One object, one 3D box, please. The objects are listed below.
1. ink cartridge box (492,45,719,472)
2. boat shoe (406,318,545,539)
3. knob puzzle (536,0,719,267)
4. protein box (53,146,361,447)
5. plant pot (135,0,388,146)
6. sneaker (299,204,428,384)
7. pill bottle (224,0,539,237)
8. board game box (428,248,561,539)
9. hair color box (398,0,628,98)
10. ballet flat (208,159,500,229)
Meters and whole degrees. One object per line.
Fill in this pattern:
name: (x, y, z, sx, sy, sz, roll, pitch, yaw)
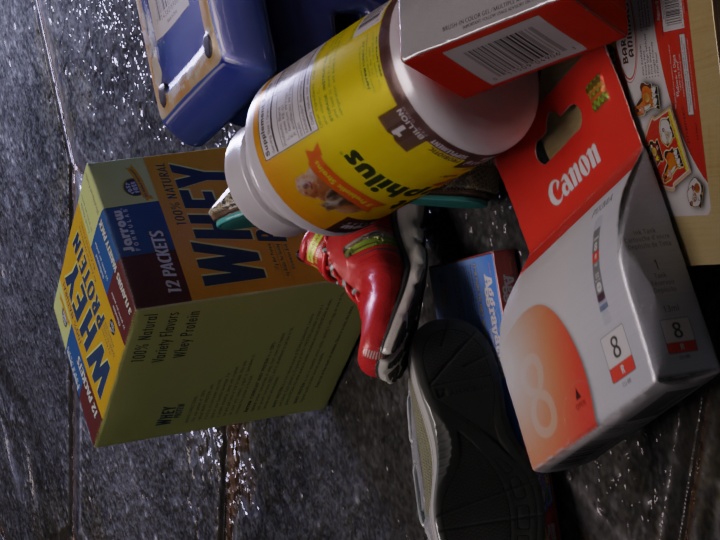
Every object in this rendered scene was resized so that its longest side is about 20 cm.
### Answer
ink cartridge box: (0.118, -0.005, 1.148, 0.162, 0.050, 0.201, -49, 57, 60)
boat shoe: (0.068, 0.132, 1.315, 0.065, 0.074, 0.203, 110, 150, -61)
knob puzzle: (0.156, -0.092, 1.128, 0.219, 0.030, 0.221, 171, 90, -67)
protein box: (-0.114, 0.016, 1.579, 0.199, 0.199, 0.135, 114, 141, -51)
plant pot: (-0.049, -0.195, 1.386, 0.200, 0.179, 0.201, 149, 110, -65)
sneaker: (0.000, 0.000, 1.387, 0.200, 0.084, 0.077, -89, 6, -50)
pill bottle: (0.006, -0.089, 1.227, 0.200, 0.109, 0.110, -28, 71, 46)
board game box: (0.089, 0.090, 1.360, 0.103, 0.019, 0.201, 166, 95, -68)
hair color box: (0.078, -0.209, 1.119, 0.111, 0.064, 0.201, -19, 61, 34)
ballet flat: (-0.005, -0.072, 1.352, 0.068, 0.199, 0.076, 18, -111, -72)
